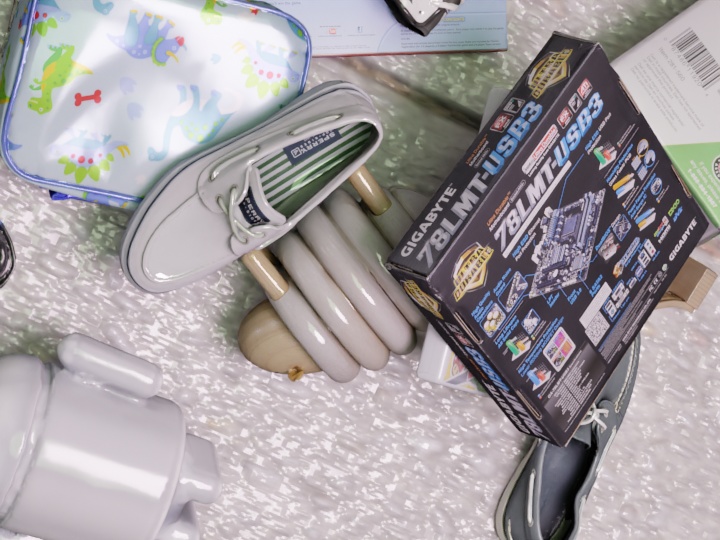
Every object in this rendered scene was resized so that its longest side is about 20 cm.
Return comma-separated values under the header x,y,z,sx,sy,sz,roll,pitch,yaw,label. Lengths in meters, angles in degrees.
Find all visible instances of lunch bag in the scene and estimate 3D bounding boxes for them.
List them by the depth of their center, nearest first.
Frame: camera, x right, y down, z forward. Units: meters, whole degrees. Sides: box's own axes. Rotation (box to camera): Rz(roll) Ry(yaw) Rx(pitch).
x,y,z,sx,sy,sz,roll,pitch,yaw,label
-0.143,-0.118,1.307,0.198,0.082,0.162,11,99,-19,lunch bag

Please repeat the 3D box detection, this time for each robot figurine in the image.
x,y,z,sx,sy,sz,roll,pitch,yaw,label
-0.193,0.124,1.294,0.199,0.113,0.171,20,105,-18,robot figurine

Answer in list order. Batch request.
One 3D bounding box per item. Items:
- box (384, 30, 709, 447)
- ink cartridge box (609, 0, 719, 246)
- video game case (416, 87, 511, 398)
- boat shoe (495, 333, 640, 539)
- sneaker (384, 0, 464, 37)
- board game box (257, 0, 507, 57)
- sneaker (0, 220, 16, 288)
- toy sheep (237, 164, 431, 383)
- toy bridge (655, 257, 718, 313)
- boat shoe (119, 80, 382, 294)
x,y,z,sx,sy,sz,roll,pitch,yaw,label
0.130,-0.018,1.298,0.201,0.049,0.199,-55,131,-15,box
0.284,-0.134,1.436,0.199,0.084,0.147,-35,87,-14,ink cartridge box
0.108,-0.010,1.371,0.182,0.023,0.202,19,85,-62,video game case
0.163,0.119,1.436,0.072,0.062,0.201,26,85,-17,boat shoe
0.084,-0.212,1.379,0.199,0.076,0.116,18,96,-10,sneaker
0.009,-0.205,1.393,0.198,0.019,0.104,-3,95,-18,board game box
-0.314,-0.036,1.247,0.198,0.112,0.074,13,88,-18,sneaker
0.000,0.000,1.343,0.199,0.138,0.138,-37,103,5,toy sheep
0.184,-0.008,1.411,0.199,0.027,0.068,28,94,-44,toy bridge
-0.073,-0.052,1.270,0.200,0.067,0.074,-41,115,1,boat shoe
